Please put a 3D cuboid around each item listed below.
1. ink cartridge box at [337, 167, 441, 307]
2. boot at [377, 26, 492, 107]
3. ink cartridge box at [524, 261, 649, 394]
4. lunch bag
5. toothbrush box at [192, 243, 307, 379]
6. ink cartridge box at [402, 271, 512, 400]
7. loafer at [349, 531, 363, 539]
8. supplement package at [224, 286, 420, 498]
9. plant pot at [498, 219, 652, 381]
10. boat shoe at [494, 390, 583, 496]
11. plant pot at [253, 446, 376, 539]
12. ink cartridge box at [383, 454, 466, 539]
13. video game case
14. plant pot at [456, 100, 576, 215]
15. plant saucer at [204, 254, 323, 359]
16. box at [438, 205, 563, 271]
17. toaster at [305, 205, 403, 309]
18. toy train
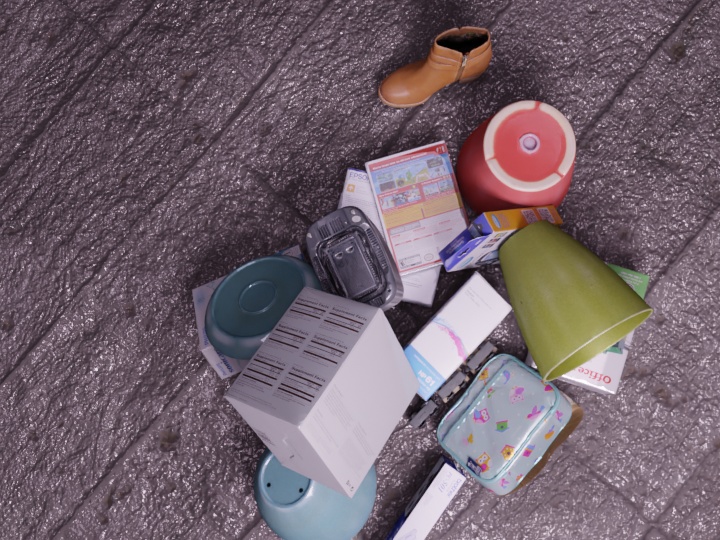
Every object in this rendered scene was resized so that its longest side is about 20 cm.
[{"bbox_3d":[0.049,-0.055,1.336,0.194,0.043,0.202,13,82,5],"label":"ink cartridge box"},{"bbox_3d":[0.123,-0.338,1.298,0.198,0.155,0.077,-10,85,3],"label":"boot"},{"bbox_3d":[0.368,0.087,1.281,0.145,0.084,0.202,17,86,5],"label":"ink cartridge box"},{"bbox_3d":[0.221,0.242,1.249,0.200,0.077,0.160,-49,46,-3],"label":"lunch bag"},{"bbox_3d":[-0.164,0.066,1.281,0.198,0.086,0.147,-23,44,3],"label":"toothbrush box"},{"bbox_3d":[0.143,0.106,1.262,0.085,0.145,0.200,42,89,6],"label":"ink cartridge box"},{"bbox_3d":[-0.018,0.479,1.280,0.062,0.072,0.201,-26,87,8],"label":"loafer"},{"bbox_3d":[-0.047,0.169,1.108,0.146,0.192,0.201,14,56,36],"label":"supplement package"},{"bbox_3d":[0.298,0.031,1.175,0.186,0.187,0.201,-32,69,0],"label":"plant pot"},{"bbox_3d":[0.277,0.283,1.284,0.200,0.072,0.065,-49,48,3],"label":"boat shoe"},{"bbox_3d":[-0.089,0.331,1.229,0.198,0.135,0.202,-7,67,18],"label":"plant pot"},{"bbox_3d":[0.095,0.399,1.265,0.044,0.094,0.201,35,88,6],"label":"ink cartridge box"},{"bbox_3d":[0.101,-0.103,1.310,0.142,0.017,0.202,-15,83,1],"label":"video game case"},{"bbox_3d":[0.260,-0.181,1.266,0.198,0.177,0.203,0,84,3],"label":"plant pot"},{"bbox_3d":[-0.155,0.047,1.215,0.198,0.028,0.201,-12,48,13],"label":"plant saucer"},{"bbox_3d":[0.215,-0.051,1.234,0.199,0.119,0.042,-6,63,-40],"label":"box"},{"bbox_3d":[0.000,0.000,1.239,0.113,0.129,0.201,-28,80,10],"label":"toaster"},{"bbox_3d":[0.156,0.188,1.305,0.034,0.046,0.200,44,90,10],"label":"toy train"}]
